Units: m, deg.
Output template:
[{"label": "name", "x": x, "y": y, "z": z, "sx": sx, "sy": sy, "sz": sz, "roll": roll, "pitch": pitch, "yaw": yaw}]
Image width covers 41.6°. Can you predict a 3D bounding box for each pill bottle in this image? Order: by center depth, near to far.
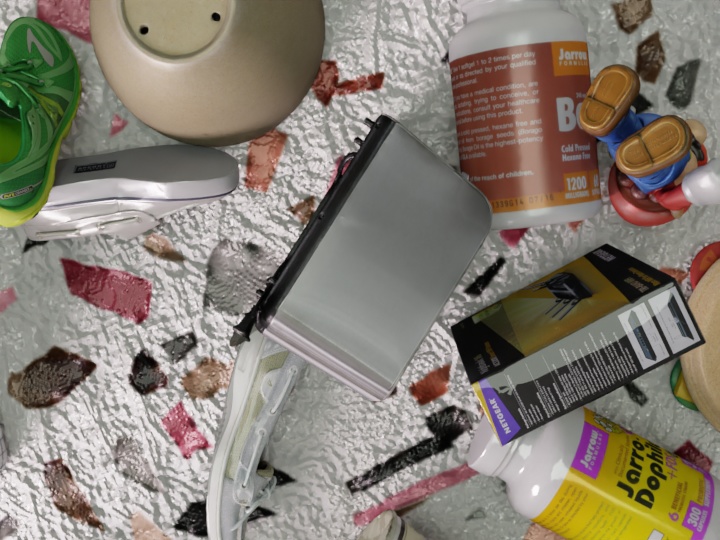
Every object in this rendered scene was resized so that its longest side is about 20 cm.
[{"label": "pill bottle", "x": 0.129, "y": -0.138, "z": 0.758, "sx": 0.110, "sy": 0.112, "sz": 0.203, "roll": -6, "pitch": 95, "yaw": 3}, {"label": "pill bottle", "x": 0.193, "y": 0.176, "z": 0.788, "sx": 0.198, "sy": 0.104, "sz": 0.105, "roll": 27, "pitch": 96, "yaw": 0}]

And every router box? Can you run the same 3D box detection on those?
[{"label": "router box", "x": 0.154, "y": 0.049, "z": 0.730, "sx": 0.156, "sy": 0.200, "sz": 0.053, "roll": -28, "pitch": 97, "yaw": 4}]

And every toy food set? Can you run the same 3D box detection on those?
[{"label": "toy food set", "x": 0.362, "y": 0.057, "z": 0.797, "sx": 0.196, "sy": 0.049, "sz": 0.202, "roll": 20, "pitch": 96, "yaw": 1}]

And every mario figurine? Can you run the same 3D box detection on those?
[{"label": "mario figurine", "x": 0.230, "y": -0.102, "z": 0.718, "sx": 0.105, "sy": 0.200, "sz": 0.125, "roll": -7, "pitch": 81, "yaw": 23}]

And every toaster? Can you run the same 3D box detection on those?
[{"label": "toaster", "x": 0.000, "y": 0.000, "z": 0.728, "sx": 0.118, "sy": 0.181, "sz": 0.201, "roll": 33, "pitch": 83, "yaw": -3}]

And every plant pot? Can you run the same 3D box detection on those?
[{"label": "plant pot", "x": -0.133, "y": -0.203, "z": 0.755, "sx": 0.197, "sy": 0.134, "sz": 0.203, "roll": 0, "pitch": 95, "yaw": 3}]

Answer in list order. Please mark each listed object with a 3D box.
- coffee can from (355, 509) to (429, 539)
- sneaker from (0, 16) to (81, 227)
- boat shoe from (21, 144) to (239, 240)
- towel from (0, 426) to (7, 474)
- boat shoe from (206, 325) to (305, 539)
[{"label": "coffee can", "x": 0.062, "y": 0.320, "z": 0.787, "sx": 0.199, "sy": 0.146, "sz": 0.147, "roll": 37, "pitch": 96, "yaw": 0}, {"label": "sneaker", "x": -0.275, "y": -0.134, "z": 0.765, "sx": 0.073, "sy": 0.084, "sz": 0.202, "roll": -4, "pitch": 60, "yaw": 3}, {"label": "boat shoe", "x": -0.198, "y": -0.059, "z": 0.806, "sx": 0.197, "sy": 0.072, "sz": 0.066, "roll": -8, "pitch": 124, "yaw": -1}, {"label": "towel", "x": -0.395, "y": 0.115, "z": 0.782, "sx": 0.085, "sy": 0.166, "sz": 0.202, "roll": -24, "pitch": 94, "yaw": 10}, {"label": "boat shoe", "x": -0.089, "y": 0.148, "z": 0.817, "sx": 0.064, "sy": 0.074, "sz": 0.205, "roll": 12, "pitch": 87, "yaw": 0}]
